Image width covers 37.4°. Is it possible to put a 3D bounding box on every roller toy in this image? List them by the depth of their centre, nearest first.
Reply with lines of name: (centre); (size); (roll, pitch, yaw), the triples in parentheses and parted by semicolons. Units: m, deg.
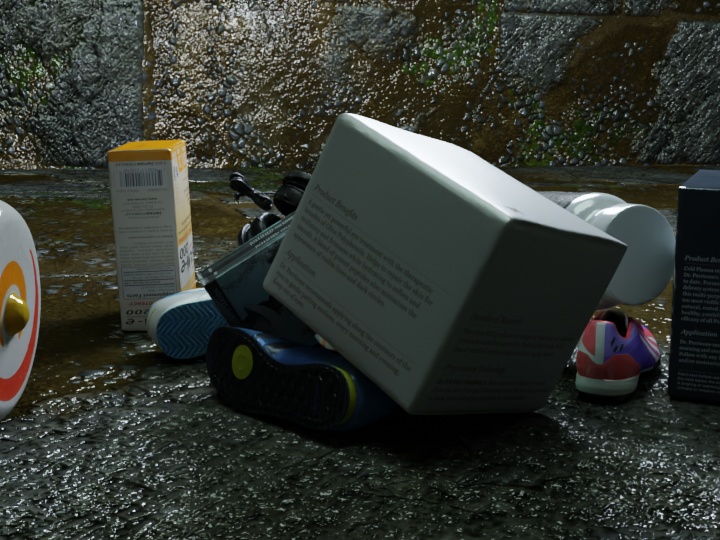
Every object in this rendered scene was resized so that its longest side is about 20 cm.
roller toy: (-0.335, 0.030, 0.849); (0.139, 0.201, 0.182); (2, 5, 0)

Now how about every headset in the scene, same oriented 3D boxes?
headset: (-0.092, -0.061, 1.172); (0.094, 0.124, 0.200); (40, 1, -23)

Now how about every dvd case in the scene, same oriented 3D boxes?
dvd case: (-0.039, -0.003, 0.992); (0.199, 0.146, 0.022); (-32, 49, -7)

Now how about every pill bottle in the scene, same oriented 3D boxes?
pill bottle: (0.216, -0.022, 1.077); (0.116, 0.117, 0.200); (-4, 6, -24)

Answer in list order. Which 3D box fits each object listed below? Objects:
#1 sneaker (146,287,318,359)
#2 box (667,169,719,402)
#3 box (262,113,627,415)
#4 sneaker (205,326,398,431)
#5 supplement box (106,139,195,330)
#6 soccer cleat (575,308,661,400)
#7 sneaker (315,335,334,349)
sneaker: (-0.124, 0.044, 1.107); (0.199, 0.077, 0.081); (-2, 11, -26)
box: (0.372, 0.010, 1.026); (0.123, 0.198, 0.200); (6, 11, 22)
box: (0.070, -0.003, 0.896); (0.199, 0.172, 0.199); (7, 24, -49)
sneaker: (-0.053, 0.093, 0.911); (0.199, 0.066, 0.078); (13, 5, 43)
supplement box: (-0.233, -0.043, 1.211); (0.073, 0.201, 0.126); (-2, 12, -1)
soccer cleat: (0.254, 0.067, 1.037); (0.068, 0.074, 0.200); (5, 11, 24)
sneaker: (0.048, 0.063, 1.071); (0.199, 0.079, 0.077); (3, -14, 22)
